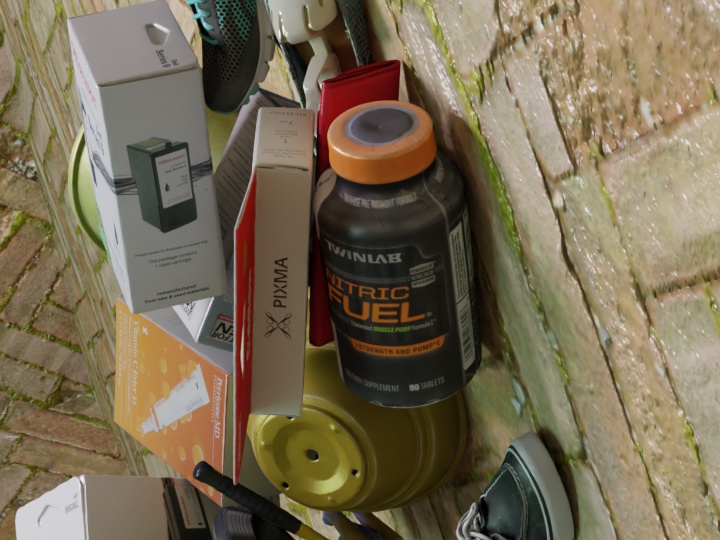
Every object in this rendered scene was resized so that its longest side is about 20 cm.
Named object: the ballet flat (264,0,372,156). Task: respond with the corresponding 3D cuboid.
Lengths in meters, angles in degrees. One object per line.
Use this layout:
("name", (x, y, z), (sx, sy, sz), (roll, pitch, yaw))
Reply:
("ballet flat", (-0.028, -0.158, 1.230), (0.202, 0.074, 0.074), (68, 166, -14))

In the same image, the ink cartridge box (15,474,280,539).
("ink cartridge box", (-0.188, 0.240, 1.517), (0.144, 0.198, 0.085), (-33, 58, 49))

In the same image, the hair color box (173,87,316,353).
("hair color box", (-0.089, -0.041, 1.422), (0.201, 0.060, 0.099), (-66, 29, 12))

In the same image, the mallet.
("mallet", (-0.040, 0.205, 1.321), (0.199, 0.041, 0.066), (33, 175, -21))

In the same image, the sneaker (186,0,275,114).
("sneaker", (-0.112, -0.220, 1.306), (0.077, 0.091, 0.202), (28, 115, 53))

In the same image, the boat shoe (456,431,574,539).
("boat shoe", (0.103, 0.191, 1.213), (0.200, 0.068, 0.074), (93, 153, -54))

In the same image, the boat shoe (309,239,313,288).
("boat shoe", (0.000, 0.000, 1.344), (0.200, 0.064, 0.073), (-168, 63, -71))

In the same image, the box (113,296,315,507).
("box", (-0.130, 0.105, 1.506), (0.199, 0.097, 0.126), (27, 119, 49))

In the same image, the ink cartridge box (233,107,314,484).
("ink cartridge box", (-0.058, 0.016, 1.168), (0.177, 0.044, 0.202), (-88, 1, -59))

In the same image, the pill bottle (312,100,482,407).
("pill bottle", (0.024, -0.014, 1.168), (0.106, 0.105, 0.201), (-129, 25, -51))

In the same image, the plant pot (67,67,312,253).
("plant pot", (-0.139, -0.067, 1.566), (0.184, 0.199, 0.202), (33, 142, 48))

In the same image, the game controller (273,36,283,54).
("game controller", (-0.049, -0.190, 1.359), (0.201, 0.042, 0.105), (61, 176, 35))

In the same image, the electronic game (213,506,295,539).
("electronic game", (-0.048, 0.268, 1.340), (0.201, 0.042, 0.200), (52, -176, -5))

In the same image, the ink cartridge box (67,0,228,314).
("ink cartridge box", (-0.169, -0.092, 1.350), (0.146, 0.083, 0.202), (-123, 25, -56))

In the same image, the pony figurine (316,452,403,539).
("pony figurine", (-0.039, 0.181, 1.593), (0.200, 0.166, 0.194), (46, 149, 23))

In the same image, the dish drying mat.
("dish drying mat", (-0.006, -0.047, 1.214), (0.018, 0.076, 0.202), (26, 124, 39))

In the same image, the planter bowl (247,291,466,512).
("planter bowl", (-0.023, 0.124, 1.324), (0.084, 0.198, 0.202), (-52, -44, -54))
